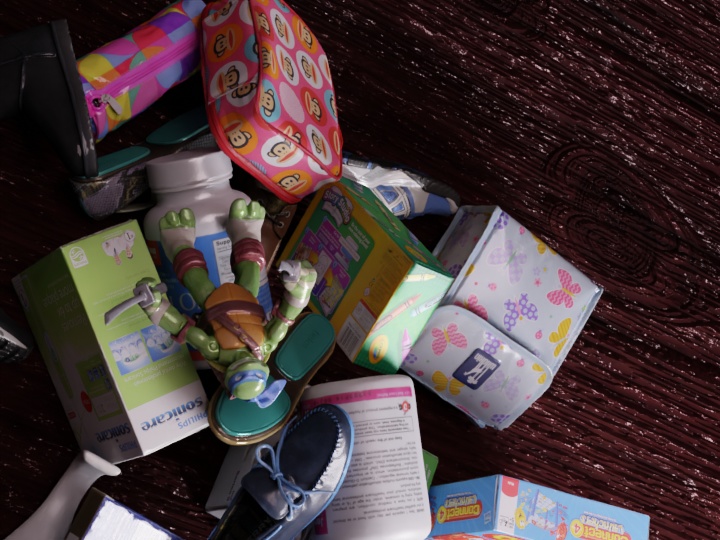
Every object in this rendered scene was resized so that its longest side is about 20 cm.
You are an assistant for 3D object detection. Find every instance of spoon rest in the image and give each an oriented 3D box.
[{"bbox_3d":[-0.290,0.259,1.396,0.099,0.061,0.201,33,79,-19],"label":"spoon rest"}]

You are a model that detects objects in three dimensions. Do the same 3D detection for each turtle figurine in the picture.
[{"bbox_3d":[-0.119,0.001,1.326,0.200,0.143,0.195,46,16,-41],"label":"turtle figurine"}]

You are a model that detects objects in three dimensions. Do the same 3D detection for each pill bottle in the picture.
[{"bbox_3d":[-0.151,-0.014,1.487,0.111,0.112,0.203,-18,102,-34],"label":"pill bottle"},{"bbox_3d":[0.007,0.207,1.455,0.112,0.113,0.203,-2,80,-32],"label":"pill bottle"}]

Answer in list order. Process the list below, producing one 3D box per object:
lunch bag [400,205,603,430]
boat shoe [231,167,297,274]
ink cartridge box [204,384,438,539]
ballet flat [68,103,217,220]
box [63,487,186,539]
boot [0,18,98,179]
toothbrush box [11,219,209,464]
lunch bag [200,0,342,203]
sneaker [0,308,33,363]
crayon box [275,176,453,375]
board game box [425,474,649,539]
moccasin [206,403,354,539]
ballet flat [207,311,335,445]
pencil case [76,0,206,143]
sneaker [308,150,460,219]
[{"bbox_3d":[0.142,0.056,1.669,0.169,0.127,0.201,37,82,-18],"label":"lunch bag"},{"bbox_3d":[-0.104,-0.066,1.581,0.071,0.068,0.202,21,68,-26],"label":"boat shoe"},{"bbox_3d":[-0.038,0.216,1.543,0.199,0.084,0.147,32,64,-22],"label":"ink cartridge box"},{"bbox_3d":[-0.205,-0.106,1.540,0.199,0.072,0.073,-32,95,-33],"label":"ballet flat"},{"bbox_3d":[-0.203,0.298,1.414,0.200,0.032,0.122,39,73,-39],"label":"box"},{"bbox_3d":[-0.351,-0.137,1.398,0.198,0.066,0.166,-14,66,-10],"label":"boot"},{"bbox_3d":[-0.232,0.072,1.422,0.086,0.145,0.202,-24,92,-33],"label":"toothbrush box"},{"bbox_3d":[-0.079,-0.174,1.520,0.176,0.081,0.202,37,36,-44],"label":"lunch bag"},{"bbox_3d":[-0.377,0.006,1.394,0.199,0.076,0.088,33,57,-21],"label":"sneaker"},{"bbox_3d":[0.000,0.000,1.532,0.058,0.200,0.119,21,108,-37],"label":"crayon box"},{"bbox_3d":[0.163,0.270,1.588,0.198,0.195,0.057,18,69,-26],"label":"board game box"},{"bbox_3d":[-0.076,0.211,1.399,0.068,0.080,0.201,13,111,-56],"label":"moccasin"},{"bbox_3d":[-0.088,0.111,1.429,0.069,0.063,0.200,48,42,0],"label":"ballet flat"},{"bbox_3d":[-0.224,-0.201,1.533,0.200,0.088,0.089,-41,100,-33],"label":"pencil case"},{"bbox_3d":[0.022,-0.081,1.674,0.198,0.076,0.078,10,100,-33],"label":"sneaker"}]
